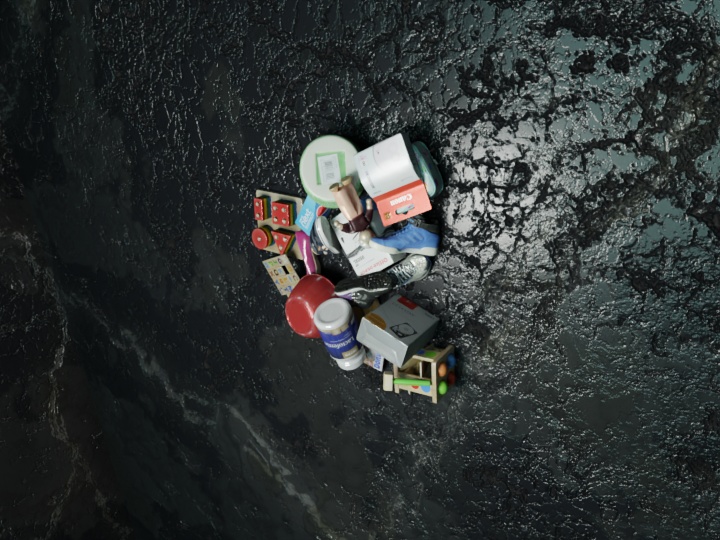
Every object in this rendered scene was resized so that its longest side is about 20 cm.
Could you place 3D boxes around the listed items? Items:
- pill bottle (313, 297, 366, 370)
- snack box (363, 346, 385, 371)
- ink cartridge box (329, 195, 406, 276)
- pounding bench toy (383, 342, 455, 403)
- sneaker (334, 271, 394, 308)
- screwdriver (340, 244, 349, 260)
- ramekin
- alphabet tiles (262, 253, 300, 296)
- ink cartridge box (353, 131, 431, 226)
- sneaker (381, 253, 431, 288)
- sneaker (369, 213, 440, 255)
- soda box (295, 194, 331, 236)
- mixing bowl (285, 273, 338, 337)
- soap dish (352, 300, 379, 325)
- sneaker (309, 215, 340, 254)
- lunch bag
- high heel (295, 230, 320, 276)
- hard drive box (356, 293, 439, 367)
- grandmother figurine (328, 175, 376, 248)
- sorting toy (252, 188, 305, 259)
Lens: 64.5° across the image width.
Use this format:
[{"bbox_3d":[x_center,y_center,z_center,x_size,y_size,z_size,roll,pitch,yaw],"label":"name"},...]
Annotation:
[{"bbox_3d":[-0.054,0.189,1.665,0.113,0.117,0.203,8,136,33],"label":"pill bottle"},{"bbox_3d":[0.044,0.235,1.731,0.070,0.025,0.202,22,144,14],"label":"snack box"},{"bbox_3d":[0.021,-0.093,1.648,0.143,0.084,0.204,-29,89,39],"label":"ink cartridge box"},{"bbox_3d":[0.171,0.295,1.607,0.153,0.199,0.128,8,112,33],"label":"pounding bench toy"},{"bbox_3d":[0.024,0.063,1.628,0.196,0.076,0.089,-7,127,38],"label":"sneaker"},{"bbox_3d":[0.000,0.000,1.719,0.202,0.028,0.029,56,137,16],"label":"screwdriver"},{"bbox_3d":[-0.077,-0.278,1.586,0.194,0.098,0.207,0,94,3],"label":"ramekin"},{"bbox_3d":[-0.239,0.045,1.894,0.165,0.008,0.203,-11,111,54],"label":"alphabet tiles"},{"bbox_3d":[0.081,-0.232,1.479,0.160,0.057,0.205,-17,90,36],"label":"ink cartridge box"},{"bbox_3d":[0.117,0.014,1.618,0.198,0.085,0.078,-32,88,38],"label":"sneaker"},{"bbox_3d":[0.122,-0.106,1.531,0.194,0.077,0.114,4,108,-10],"label":"sneaker"},{"bbox_3d":[-0.123,-0.207,1.725,0.068,0.064,0.202,41,126,16],"label":"soda box"},{"bbox_3d":[-0.156,0.124,1.737,0.196,0.108,0.206,12,113,31],"label":"mixing bowl"},{"bbox_3d":[-0.031,0.127,1.768,0.197,0.081,0.161,-20,94,37],"label":"soap dish"},{"bbox_3d":[-0.118,-0.095,1.678,0.077,0.200,0.081,-6,69,10],"label":"sneaker"},{"bbox_3d":[0.120,-0.245,1.528,0.198,0.076,0.164,-27,87,38],"label":"lunch bag"},{"bbox_3d":[-0.174,-0.023,1.812,0.093,0.067,0.205,12,111,9],"label":"high heel"},{"bbox_3d":[0.107,0.164,1.606,0.154,0.199,0.078,30,121,22],"label":"hard drive box"},{"bbox_3d":[-0.016,-0.146,1.537,0.119,0.061,0.203,-26,112,11],"label":"grandmother figurine"},{"bbox_3d":[-0.273,-0.145,1.852,0.196,0.069,0.204,14,115,31],"label":"sorting toy"}]
